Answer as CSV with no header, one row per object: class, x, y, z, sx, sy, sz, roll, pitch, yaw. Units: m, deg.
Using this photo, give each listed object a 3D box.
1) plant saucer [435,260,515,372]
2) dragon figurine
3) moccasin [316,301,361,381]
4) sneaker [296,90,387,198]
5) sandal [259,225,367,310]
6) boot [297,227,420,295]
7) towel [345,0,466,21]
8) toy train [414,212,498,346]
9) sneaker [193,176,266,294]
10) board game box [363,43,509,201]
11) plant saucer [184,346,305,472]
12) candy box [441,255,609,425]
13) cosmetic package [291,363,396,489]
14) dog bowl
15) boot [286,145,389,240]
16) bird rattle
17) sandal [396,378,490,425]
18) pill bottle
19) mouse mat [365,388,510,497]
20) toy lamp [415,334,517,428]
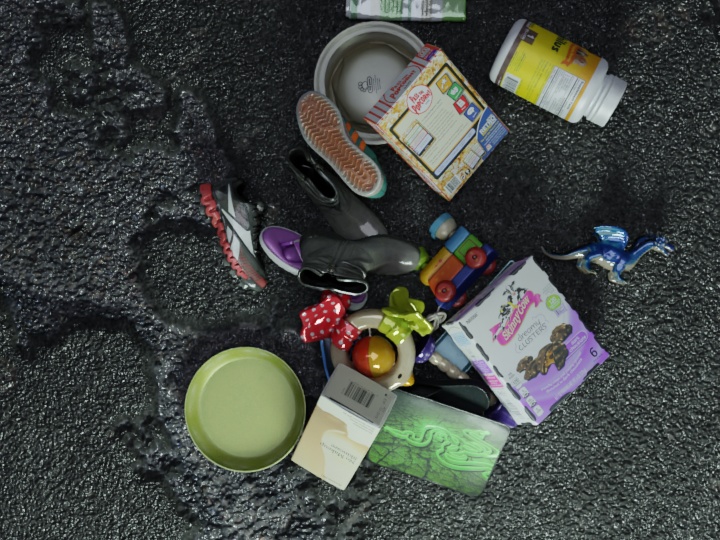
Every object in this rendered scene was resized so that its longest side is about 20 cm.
plant saucer,0.201,0.079,1.506,0.070,0.019,0.200,43,90,5
dragon figurine,0.388,-0.039,1.478,0.199,0.059,0.100,17,88,4
moccasin,-0.025,0.142,1.498,0.068,0.080,0.201,-12,100,0
sneaker,-0.029,-0.189,1.450,0.071,0.080,0.200,-37,76,8
sandal,-0.068,-0.016,1.499,0.202,0.083,0.050,35,129,-4
boot,0.000,0.000,1.415,0.199,0.131,0.068,6,120,-10
towel,0.078,-0.485,1.546,0.199,0.031,0.150,3,89,2
toy train,0.115,0.012,1.493,0.200,0.085,0.116,-48,68,8
sneaker,-0.189,-0.064,1.516,0.098,0.071,0.201,-25,84,5
board game box,0.122,-0.228,1.456,0.152,0.046,0.200,-49,126,-1
plant saucer,-0.185,0.225,1.519,0.199,0.031,0.201,0,87,5
candy box,0.254,0.108,1.438,0.168,0.072,0.200,-39,93,-17
cosmetic package,-0.029,0.242,1.425,0.105,0.200,0.071,28,47,5
dog bowl,0.026,-0.296,1.513,0.199,0.074,0.201,0,87,4
boot,-0.040,-0.106,1.470,0.200,0.131,0.068,45,91,5
bird rattle,0.010,0.106,1.400,0.199,0.113,0.164,-7,96,0
sandal,0.102,0.206,1.451,0.200,0.048,0.076,-11,120,29
pill bottle,0.313,-0.307,1.474,0.199,0.109,0.110,28,89,5
mouse mat,0.118,0.271,1.459,0.199,0.008,0.162,17,122,1
toy lamp,0.171,0.178,1.469,0.200,0.058,0.058,36,90,-10
